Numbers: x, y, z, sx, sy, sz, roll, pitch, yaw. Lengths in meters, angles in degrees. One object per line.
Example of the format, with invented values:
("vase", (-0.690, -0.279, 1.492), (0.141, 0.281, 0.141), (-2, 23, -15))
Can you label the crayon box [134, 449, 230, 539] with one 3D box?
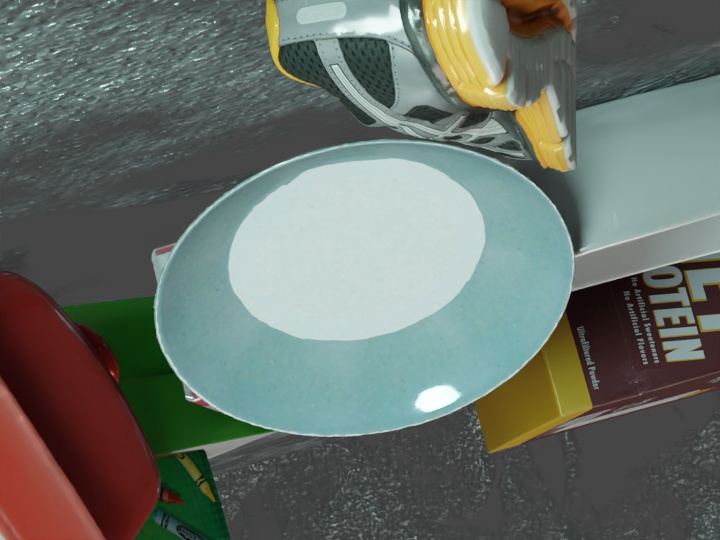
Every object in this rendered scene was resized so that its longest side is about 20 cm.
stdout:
("crayon box", (-0.182, 0.158, 1.411), (0.118, 0.059, 0.199), (-8, 168, -46))

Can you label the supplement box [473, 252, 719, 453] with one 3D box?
("supplement box", (0.172, 0.012, 1.558), (0.198, 0.134, 0.197), (-15, 172, -12))

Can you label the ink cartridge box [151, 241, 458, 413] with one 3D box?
("ink cartridge box", (-0.021, 0.018, 1.365), (0.144, 0.084, 0.200), (-17, 172, 2))

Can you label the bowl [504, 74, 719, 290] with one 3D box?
("bowl", (0.153, -0.045, 1.312), (0.198, 0.075, 0.200), (-14, 172, -13))

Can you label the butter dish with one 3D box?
("butter dish", (-0.173, 0.077, 1.223), (0.199, 0.201, 0.148), (-24, -167, 46))

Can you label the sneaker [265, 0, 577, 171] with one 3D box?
("sneaker", (0.028, -0.076, 0.834), (0.077, 0.079, 0.200), (-4, 173, 14))

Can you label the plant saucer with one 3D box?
("plant saucer", (0.000, 0.000, 1.202), (0.199, 0.039, 0.202), (-6, 136, -6))

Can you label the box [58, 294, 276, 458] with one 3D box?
("box", (-0.180, 0.083, 1.468), (0.176, 0.097, 0.199), (-24, 170, 36))
